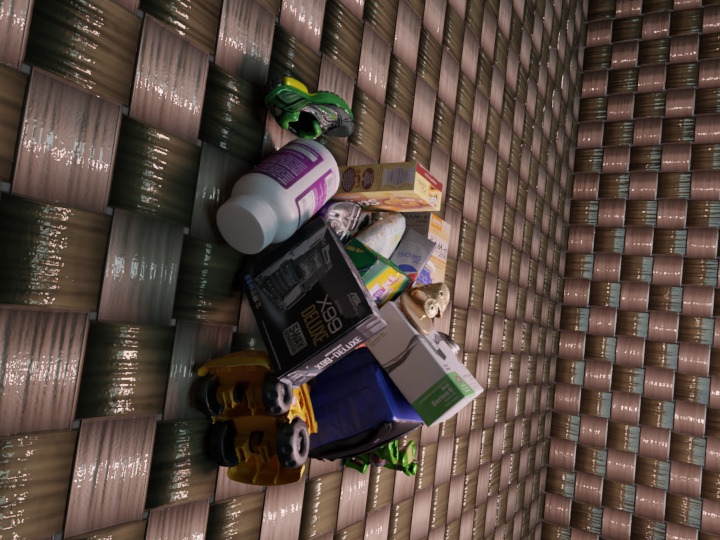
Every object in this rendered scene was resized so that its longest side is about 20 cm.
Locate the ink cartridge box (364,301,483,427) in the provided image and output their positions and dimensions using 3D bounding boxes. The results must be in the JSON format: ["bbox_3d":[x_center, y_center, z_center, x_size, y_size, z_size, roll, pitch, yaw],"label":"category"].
[{"bbox_3d":[0.101,0.153,1.033,0.084,0.200,0.146,-43,161,13],"label":"ink cartridge box"}]

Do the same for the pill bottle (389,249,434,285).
[{"bbox_3d":[0.077,0.069,1.268,0.120,0.119,0.201,44,56,-52],"label":"pill bottle"}]

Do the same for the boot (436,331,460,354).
[{"bbox_3d":[0.104,0.201,1.265,0.073,0.203,0.154,46,69,-11],"label":"boot"}]

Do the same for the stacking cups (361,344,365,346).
[{"bbox_3d":[-0.045,0.142,1.125,0.200,0.060,0.061,16,80,-59],"label":"stacking cups"}]

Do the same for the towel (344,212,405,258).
[{"bbox_3d":[0.000,0.000,1.114,0.171,0.048,0.200,-41,160,-50],"label":"towel"}]

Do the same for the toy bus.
[{"bbox_3d":[-0.136,0.189,0.925,0.192,0.135,0.201,-54,136,-61],"label":"toy bus"}]

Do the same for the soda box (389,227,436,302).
[{"bbox_3d":[0.069,0.020,1.186,0.200,0.063,0.068,-56,172,-19],"label":"soda box"}]

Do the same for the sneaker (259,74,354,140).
[{"bbox_3d":[-0.078,-0.242,0.992,0.200,0.078,0.085,0,64,-53],"label":"sneaker"}]

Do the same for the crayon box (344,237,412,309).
[{"bbox_3d":[0.003,0.028,0.995,0.119,0.058,0.200,-49,159,6],"label":"crayon box"}]

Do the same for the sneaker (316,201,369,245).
[{"bbox_3d":[-0.045,-0.084,1.057,0.200,0.083,0.081,8,105,-81],"label":"sneaker"}]

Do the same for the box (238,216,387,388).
[{"bbox_3d":[-0.073,0.041,0.865,0.050,0.157,0.200,45,13,-51],"label":"box"}]

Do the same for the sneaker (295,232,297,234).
[{"bbox_3d":[-0.106,0.035,0.991,0.115,0.080,0.200,14,82,-60],"label":"sneaker"}]

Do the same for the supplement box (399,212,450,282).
[{"bbox_3d":[0.145,-0.024,1.418,0.126,0.073,0.201,18,77,-59],"label":"supplement box"}]

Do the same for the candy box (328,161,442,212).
[{"bbox_3d":[0.031,-0.144,1.085,0.115,0.199,0.056,25,71,-58],"label":"candy box"}]

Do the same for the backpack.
[{"bbox_3d":[-0.013,0.237,1.066,0.162,0.200,0.168,30,35,-53],"label":"backpack"}]

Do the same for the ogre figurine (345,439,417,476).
[{"bbox_3d":[0.031,0.359,1.223,0.200,0.119,0.099,28,65,-59],"label":"ogre figurine"}]

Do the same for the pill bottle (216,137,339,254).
[{"bbox_3d":[-0.123,-0.111,0.916,0.200,0.112,0.113,-50,134,-45],"label":"pill bottle"}]

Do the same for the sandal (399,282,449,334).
[{"bbox_3d":[0.123,0.044,1.077,0.078,0.070,0.212,46,14,-2],"label":"sandal"}]
